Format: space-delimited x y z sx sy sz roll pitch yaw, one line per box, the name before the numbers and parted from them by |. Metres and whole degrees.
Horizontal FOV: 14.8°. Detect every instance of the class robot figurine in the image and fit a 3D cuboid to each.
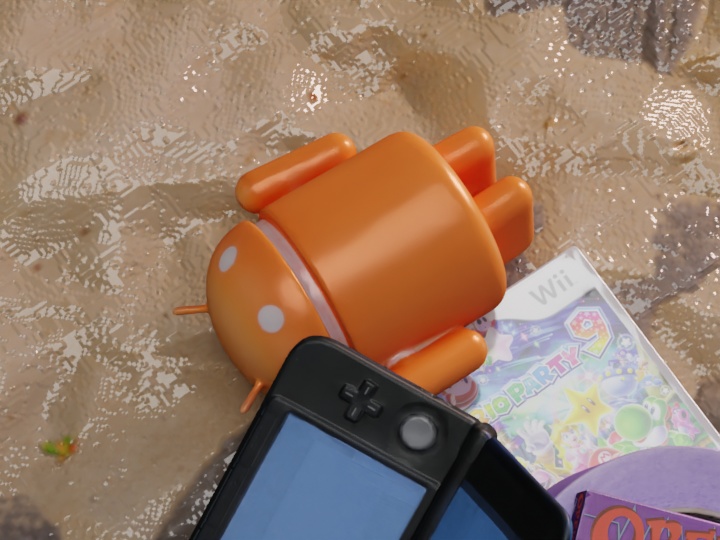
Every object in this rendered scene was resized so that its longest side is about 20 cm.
robot figurine | 0.001 0.001 1.524 0.200 0.117 0.144 -30 104 -10

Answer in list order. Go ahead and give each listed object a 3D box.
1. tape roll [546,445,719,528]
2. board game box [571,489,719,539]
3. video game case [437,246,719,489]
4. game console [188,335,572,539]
tape roll | 0.161 0.195 1.446 0.199 0.085 0.201 1 81 -7
board game box | 0.193 0.193 1.395 0.199 0.032 0.120 15 75 -6
video game case | 0.120 0.102 1.538 0.143 0.018 0.200 -33 73 -11
game console | -0.006 0.162 1.422 0.170 0.118 0.200 29 99 1
